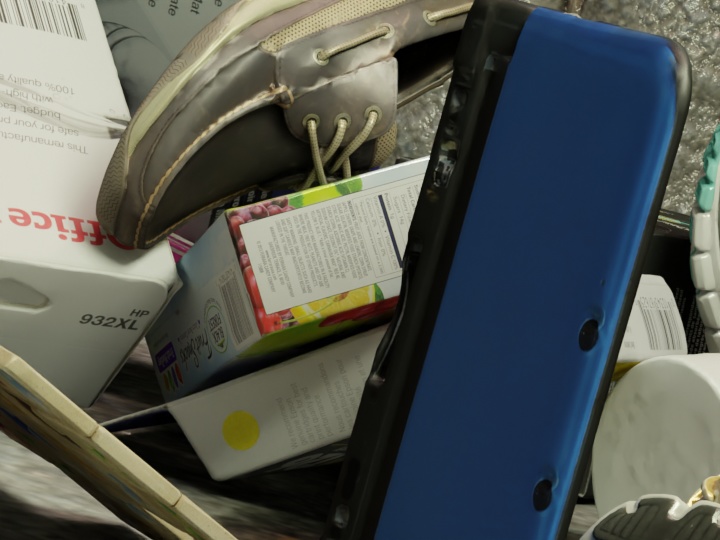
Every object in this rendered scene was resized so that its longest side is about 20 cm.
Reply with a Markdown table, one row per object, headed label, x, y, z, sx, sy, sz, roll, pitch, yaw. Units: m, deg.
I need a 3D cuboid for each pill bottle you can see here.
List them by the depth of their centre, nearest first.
| label | x | y | z | sx | sy | sz | roll | pitch | yaw |
| --- | --- | --- | --- | --- | --- | --- | --- | --- | --- |
| pill bottle | 0.198 | 0.079 | 1.100 | 0.199 | 0.110 | 0.109 | 0 | 13 | -35 |

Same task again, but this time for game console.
| label | x | y | z | sx | sy | sz | roll | pitch | yaw |
| --- | --- | --- | --- | --- | --- | --- | --- | --- | --- |
| game console | 0.068 | 0.029 | 0.825 | 0.118 | 0.201 | 0.170 | 21 | 7 | 36 |

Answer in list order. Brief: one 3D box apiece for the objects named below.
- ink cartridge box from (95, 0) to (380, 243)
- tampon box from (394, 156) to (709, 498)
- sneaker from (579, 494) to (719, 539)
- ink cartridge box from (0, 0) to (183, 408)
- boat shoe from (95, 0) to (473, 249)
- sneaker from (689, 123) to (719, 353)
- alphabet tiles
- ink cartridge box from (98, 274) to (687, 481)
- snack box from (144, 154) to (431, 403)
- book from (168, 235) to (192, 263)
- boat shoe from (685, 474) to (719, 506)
| label | x | y | z | sx | sy | sz | roll | pitch | yaw |
| --- | --- | --- | --- | --- | --- | --- | --- | --- | --- |
| ink cartridge box | -0.075 | -0.115 | 1.158 | 0.199 | 0.201 | 0.041 | 24 | 30 | 17 |
| tampon box | 0.114 | 0.031 | 1.320 | 0.149 | 0.127 | 0.199 | 18 | 7 | 37 |
| sneaker | 0.146 | 0.124 | 0.764 | 0.200 | 0.081 | 0.083 | 29 | -7 | 41 |
| ink cartridge box | -0.171 | -0.053 | 1.069 | 0.144 | 0.084 | 0.201 | 9 | 45 | -33 |
| boat shoe | -0.016 | -0.070 | 1.041 | 0.073 | 0.200 | 0.075 | 41 | -27 | 14 |
| sneaker | 0.198 | 0.023 | 1.206 | 0.091 | 0.201 | 0.078 | -6 | 24 | 16 |
| alphabet tiles | -0.092 | 0.049 | 0.811 | 0.167 | 0.008 | 0.200 | 44 | -13 | -34 |
| ink cartridge box | 0.013 | 0.049 | 1.081 | 0.199 | 0.047 | 0.197 | -22 | -7 | 18 |
| snack box | 0.000 | 0.000 | 1.061 | 0.141 | 0.053 | 0.200 | -15 | -6 | -17 |
| book | -0.134 | -0.020 | 1.213 | 0.199 | 0.048 | 0.134 | 27 | -7 | -2 |
| boat shoe | 0.139 | 0.087 | 0.860 | 0.074 | 0.070 | 0.199 | -20 | 9 | -41 |
